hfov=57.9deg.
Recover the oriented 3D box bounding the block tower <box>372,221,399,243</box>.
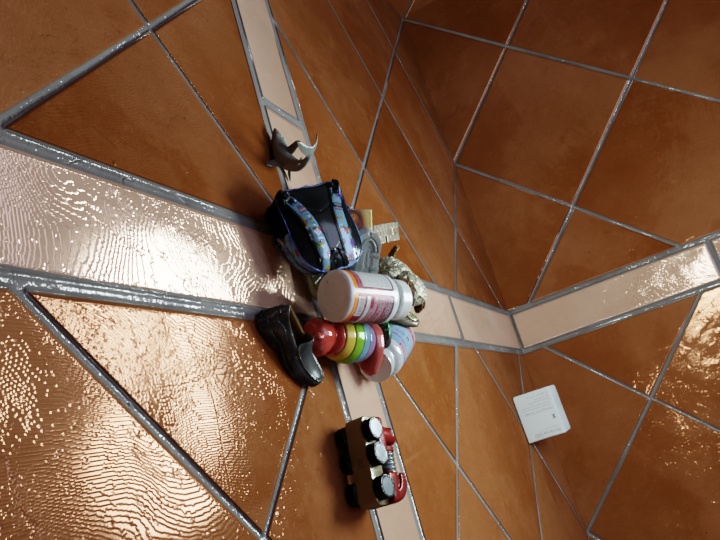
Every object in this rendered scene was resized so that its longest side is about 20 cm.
[{"bbox_3d":[0.045,-0.099,1.797,0.200,0.057,0.054,-18,100,-62],"label":"block tower"}]

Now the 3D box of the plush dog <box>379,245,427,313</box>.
[{"bbox_3d":[0.109,0.036,1.758,0.171,0.161,0.200,36,2,35],"label":"plush dog"}]

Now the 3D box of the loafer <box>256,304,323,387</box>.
[{"bbox_3d":[-0.123,0.151,1.287,0.201,0.072,0.073,56,23,-28],"label":"loafer"}]

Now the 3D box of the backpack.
[{"bbox_3d":[-0.098,-0.078,1.425,0.182,0.134,0.201,-18,77,-35],"label":"backpack"}]

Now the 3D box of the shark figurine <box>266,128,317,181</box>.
[{"bbox_3d":[-0.176,-0.264,1.546,0.089,0.214,0.129,-11,110,-31],"label":"shark figurine"}]

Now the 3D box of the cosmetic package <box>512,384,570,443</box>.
[{"bbox_3d":[0.783,0.616,2.808,0.166,0.166,0.201,15,54,-64],"label":"cosmetic package"}]

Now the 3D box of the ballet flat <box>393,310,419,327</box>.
[{"bbox_3d":[0.065,0.088,1.676,0.199,0.047,0.067,26,18,4],"label":"ballet flat"}]

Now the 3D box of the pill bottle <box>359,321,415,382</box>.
[{"bbox_3d":[0.065,0.201,1.625,0.109,0.108,0.200,64,22,-7],"label":"pill bottle"}]

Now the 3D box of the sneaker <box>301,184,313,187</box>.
[{"bbox_3d":[-0.092,-0.129,1.645,0.200,0.081,0.089,32,41,-43],"label":"sneaker"}]

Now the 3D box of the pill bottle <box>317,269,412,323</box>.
[{"bbox_3d":[0.013,0.059,1.399,0.199,0.109,0.110,7,60,-44],"label":"pill bottle"}]

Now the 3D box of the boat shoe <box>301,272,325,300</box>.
[{"bbox_3d":[-0.116,-0.031,1.517,0.073,0.063,0.202,-4,61,-28],"label":"boat shoe"}]

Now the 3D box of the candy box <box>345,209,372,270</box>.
[{"bbox_3d":[-0.030,-0.044,1.559,0.056,0.116,0.202,153,-64,-76],"label":"candy box"}]

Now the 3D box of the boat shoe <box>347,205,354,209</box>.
[{"bbox_3d":[-0.041,-0.149,1.785,0.201,0.067,0.072,55,24,-27],"label":"boat shoe"}]

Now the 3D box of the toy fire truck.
[{"bbox_3d":[0.043,0.411,1.383,0.199,0.128,0.177,19,51,-49],"label":"toy fire truck"}]

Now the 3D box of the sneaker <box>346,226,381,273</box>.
[{"bbox_3d":[0.000,0.000,1.502,0.076,0.201,0.081,11,13,-19],"label":"sneaker"}]

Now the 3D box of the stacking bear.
[{"bbox_3d":[-0.049,0.151,1.415,0.121,0.114,0.199,28,8,41],"label":"stacking bear"}]

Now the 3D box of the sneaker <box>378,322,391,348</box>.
[{"bbox_3d":[0.022,0.123,1.574,0.085,0.078,0.200,50,0,-42],"label":"sneaker"}]
